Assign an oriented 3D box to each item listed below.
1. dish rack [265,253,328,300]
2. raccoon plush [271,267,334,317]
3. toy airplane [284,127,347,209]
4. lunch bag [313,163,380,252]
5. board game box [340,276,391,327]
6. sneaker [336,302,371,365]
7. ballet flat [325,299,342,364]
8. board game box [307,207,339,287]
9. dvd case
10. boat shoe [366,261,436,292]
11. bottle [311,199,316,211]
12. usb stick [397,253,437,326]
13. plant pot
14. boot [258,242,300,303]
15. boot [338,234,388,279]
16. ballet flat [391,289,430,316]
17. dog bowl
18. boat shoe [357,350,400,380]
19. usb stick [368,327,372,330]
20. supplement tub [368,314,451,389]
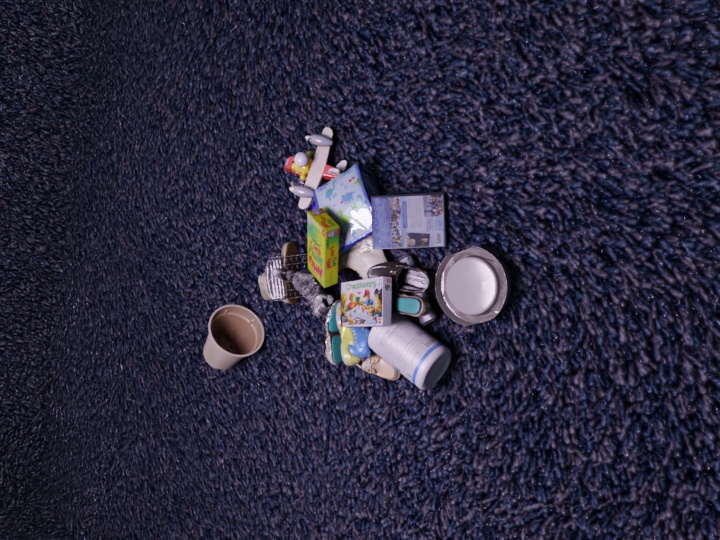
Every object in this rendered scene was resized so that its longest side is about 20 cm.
[{"bbox_3d":[-0.203,0.018,1.725,0.198,0.055,0.155,-7,88,2],"label":"dish rack"},{"bbox_3d":[-0.172,0.065,1.672,0.198,0.097,0.135,9,103,28],"label":"raccoon plush"},{"bbox_3d":[-0.141,-0.311,1.656,0.198,0.141,0.201,-33,60,19],"label":"toy airplane"},{"bbox_3d":[-0.025,-0.169,1.558,0.169,0.127,0.202,-29,58,25],"label":"lunch bag"},{"bbox_3d":[0.013,0.089,1.483,0.199,0.034,0.128,-11,75,54],"label":"board game box"},{"bbox_3d":[-0.011,0.178,1.596,0.104,0.076,0.202,-13,60,5],"label":"sneaker"},{"bbox_3d":[-0.085,0.189,1.686,0.064,0.075,0.202,7,93,54],"label":"ballet flat"},{"bbox_3d":[-0.105,-0.062,1.534,0.102,0.047,0.201,46,145,38],"label":"board game box"},{"bbox_3d":[0.128,-0.132,1.458,0.198,0.018,0.144,-2,90,5],"label":"dvd case"},{"bbox_3d":[0.104,0.016,1.464,0.200,0.063,0.074,10,92,26],"label":"boat shoe"},{"bbox_3d":[-0.118,-0.129,1.684,0.065,0.083,0.202,122,143,-68],"label":"bottle"},{"bbox_3d":[0.154,0.052,1.497,0.055,0.032,0.202,-30,73,34],"label":"usb stick"},{"bbox_3d":[-0.467,0.253,1.939,0.184,0.199,0.202,-48,64,43],"label":"plant pot"},{"bbox_3d":[-0.275,0.006,1.831,0.154,0.072,0.202,3,94,41],"label":"boot"},{"bbox_3d":[0.000,0.000,1.593,0.199,0.072,0.156,-33,72,28],"label":"boot"},{"bbox_3d":[0.107,0.089,1.465,0.199,0.067,0.069,16,96,46],"label":"ballet flat"},{"bbox_3d":[0.288,0.038,1.381,0.199,0.058,0.202,3,95,39],"label":"dog bowl"},{"bbox_3d":[0.026,0.267,1.598,0.199,0.069,0.074,22,106,36],"label":"boat shoe"},{"bbox_3d":[0.010,0.132,1.628,0.056,0.032,0.201,-51,62,30],"label":"usb stick"},{"bbox_3d":[0.132,0.212,1.471,0.199,0.131,0.133,35,113,33],"label":"supplement tub"}]
